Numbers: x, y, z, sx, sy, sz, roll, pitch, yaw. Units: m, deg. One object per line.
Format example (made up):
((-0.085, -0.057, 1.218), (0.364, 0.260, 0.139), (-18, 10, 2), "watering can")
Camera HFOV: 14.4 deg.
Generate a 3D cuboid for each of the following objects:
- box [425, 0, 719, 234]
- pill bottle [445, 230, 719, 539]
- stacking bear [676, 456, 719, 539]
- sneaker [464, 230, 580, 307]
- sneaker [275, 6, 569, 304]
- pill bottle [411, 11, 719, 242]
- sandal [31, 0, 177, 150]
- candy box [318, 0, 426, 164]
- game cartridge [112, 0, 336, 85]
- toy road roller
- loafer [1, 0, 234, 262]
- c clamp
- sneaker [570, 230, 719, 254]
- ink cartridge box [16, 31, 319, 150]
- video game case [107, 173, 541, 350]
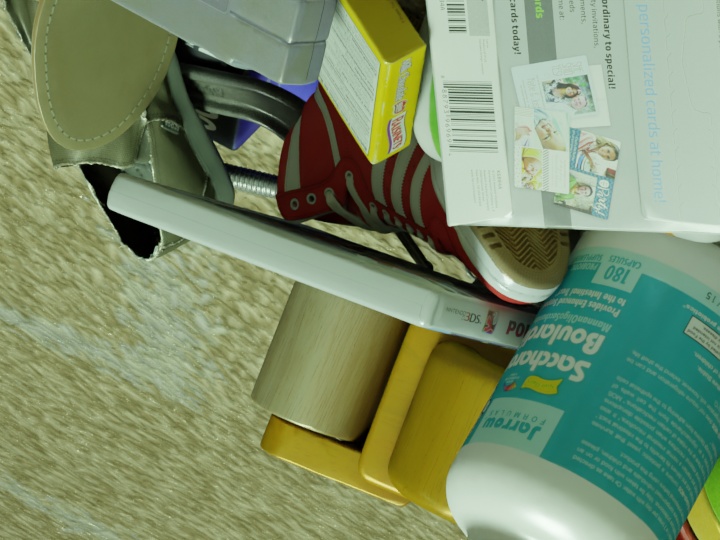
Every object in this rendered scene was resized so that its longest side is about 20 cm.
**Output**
((0.126, -0.094, 1.212), (0.200, 0.041, 0.156), (3, 108, 30), "box")
((0.113, 0.081, 1.357), (0.111, 0.200, 0.111), (26, 159, 11), "pill bottle")
((0.205, 0.113, 1.434), (0.121, 0.114, 0.200), (38, 139, -15), "stacking bear")
((0.081, -0.015, 1.542), (0.075, 0.082, 0.200), (15, 157, 31), "sneaker")
((0.027, -0.031, 1.423), (0.071, 0.113, 0.200), (8, -141, -39), "sneaker")
((0.133, -0.077, 1.304), (0.200, 0.111, 0.111), (19, 156, 24), "pill bottle")
((-0.135, -0.170, 1.420), (0.070, 0.078, 0.212), (-129, 38, -50), "sandal")
((-0.032, -0.153, 1.311), (0.200, 0.026, 0.102), (59, 167, 18), "candy box")
((-0.081, -0.175, 1.280), (0.200, 0.038, 0.130), (31, 121, 35), "game cartridge")
((0.039, 0.074, 1.548), (0.200, 0.123, 0.146), (21, -174, 6), "toy road roller")
((-0.133, -0.085, 1.518), (0.075, 0.070, 0.200), (-1, 132, 40), "loafer")
((-0.067, -0.061, 1.587), (0.200, 0.027, 0.171), (17, 156, 22), "c clamp")
((0.156, -0.027, 1.440), (0.081, 0.077, 0.200), (28, 157, 5), "sneaker")
((-0.092, -0.137, 1.540), (0.200, 0.043, 0.198), (26, 158, 3), "ink cartridge box")
((0.000, 0.000, 1.439), (0.200, 0.023, 0.182), (21, -177, 32), "video game case")
